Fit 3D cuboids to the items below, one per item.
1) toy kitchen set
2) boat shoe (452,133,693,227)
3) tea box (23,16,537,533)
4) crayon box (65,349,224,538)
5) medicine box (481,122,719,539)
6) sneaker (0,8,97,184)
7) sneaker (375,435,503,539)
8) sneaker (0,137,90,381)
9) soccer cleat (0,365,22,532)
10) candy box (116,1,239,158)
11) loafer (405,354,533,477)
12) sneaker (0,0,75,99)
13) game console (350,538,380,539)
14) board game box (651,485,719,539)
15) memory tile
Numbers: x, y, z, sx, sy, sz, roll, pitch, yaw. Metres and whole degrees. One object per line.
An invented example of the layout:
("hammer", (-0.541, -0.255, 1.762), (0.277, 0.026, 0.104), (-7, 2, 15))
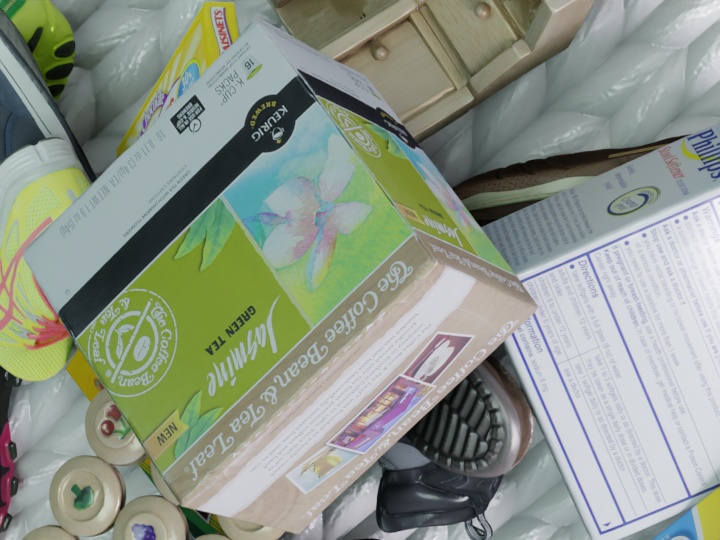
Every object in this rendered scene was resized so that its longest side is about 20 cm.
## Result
("toy kitchen set", (0.010, -0.168, 1.588), (0.199, 0.180, 0.164), (-33, 85, -7))
("boat shoe", (0.154, -0.035, 1.643), (0.201, 0.075, 0.075), (-8, 100, 20))
("tea box", (-0.046, 0.006, 1.493), (0.200, 0.133, 0.197), (-44, 62, 14))
("crayon box", (-0.094, 0.080, 1.697), (0.173, 0.058, 0.200), (51, 147, 7))
("medicine box", (0.188, 0.033, 1.569), (0.199, 0.103, 0.183), (-23, 109, 4))
("sneaker", (-0.256, -0.073, 1.707), (0.146, 0.203, 0.077), (-25, 47, -4))
("sneaker", (0.014, 0.100, 1.706), (0.200, 0.075, 0.114), (29, 125, 32))
("sneaker", (-0.200, 0.013, 1.701), (0.090, 0.078, 0.201), (49, 149, 29))
("soccer cleat", (-0.281, 0.113, 1.828), (0.086, 0.070, 0.201), (15, 100, 34))
("candy box", (-0.112, -0.077, 1.677), (0.200, 0.026, 0.103), (130, 138, -57))
("loafer", (0.050, 0.055, 1.599), (0.200, 0.071, 0.073), (45, 122, 46))
("sneaker", (-0.255, -0.109, 1.791), (0.200, 0.074, 0.084), (-54, 42, 26))
("game console", (-0.076, 0.242, 1.696), (0.199, 0.117, 0.176), (-7, 131, 21))
("board game box", (0.265, 0.161, 1.576), (0.200, 0.153, 0.040), (-42, 48, 24))
("memory tile", (-0.116, 0.138, 1.601), (0.153, 0.017, 0.201), (30, 96, 22))
